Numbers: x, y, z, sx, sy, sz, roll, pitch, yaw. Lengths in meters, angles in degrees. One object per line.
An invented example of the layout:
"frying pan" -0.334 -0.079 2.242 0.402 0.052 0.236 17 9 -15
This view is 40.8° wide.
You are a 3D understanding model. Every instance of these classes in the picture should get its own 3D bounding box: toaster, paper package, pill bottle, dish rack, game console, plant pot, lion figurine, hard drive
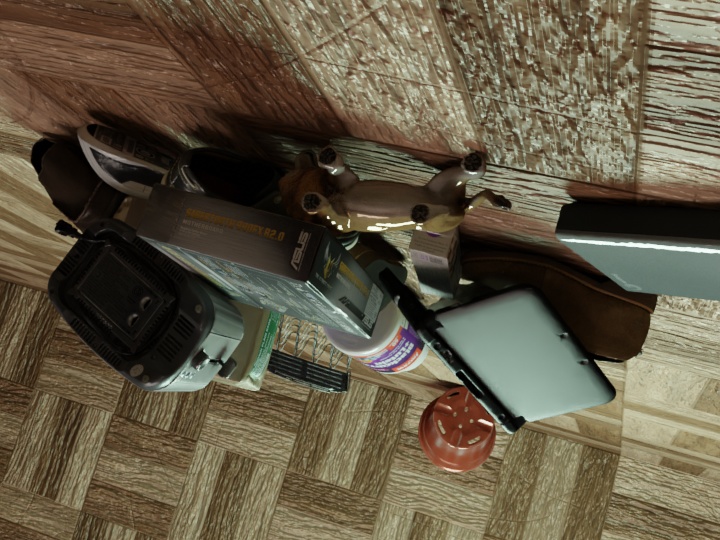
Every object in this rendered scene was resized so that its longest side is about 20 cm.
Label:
"toaster" -0.205 0.035 0.935 0.199 0.114 0.129 37 178 19
"paper package" -0.178 0.013 1.083 0.189 0.202 0.104 14 170 10
"pill bottle" 0.030 0.080 1.336 0.110 0.113 0.200 12 169 23
"dish rack" -0.073 0.092 1.403 0.152 0.055 0.201 18 -149 -9
"game console" 0.137 0.065 0.987 0.200 0.116 0.176 48 -176 -35
"plant pot" 0.244 0.376 2.361 0.199 0.203 0.196 16 161 6
"lion figurine" 0.023 -0.055 0.768 0.198 0.073 0.122 12 172 12
"hard drive" 0.264 -0.009 0.719 0.199 0.033 0.139 7 166 43

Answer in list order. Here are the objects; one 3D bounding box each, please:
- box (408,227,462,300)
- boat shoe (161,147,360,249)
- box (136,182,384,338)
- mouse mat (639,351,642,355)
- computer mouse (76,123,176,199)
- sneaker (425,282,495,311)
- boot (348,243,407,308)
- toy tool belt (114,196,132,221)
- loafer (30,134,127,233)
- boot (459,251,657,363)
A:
"box" 0.079 -0.011 0.987 0.041 0.039 0.200 16 169 11
"boat shoe" -0.082 -0.064 0.903 0.198 0.072 0.068 16 145 -24
"box" -0.078 -0.003 0.842 0.157 0.049 0.200 15 168 20
"mouse mat" 0.246 0.070 1.229 0.160 0.008 0.199 6 164 46
"computer mouse" -0.188 -0.084 0.950 0.198 0.044 0.110 24 -162 -16
"sneaker" 0.150 0.044 1.066 0.199 0.079 0.074 7 139 55
"boot" 0.000 0.000 1.113 0.075 0.074 0.200 39 177 19
"toy tool belt" -0.297 -0.028 1.269 0.198 0.124 0.125 20 169 -16
"loafer" -0.303 -0.091 1.008 0.071 0.073 0.199 33 177 -36
"boot" 0.188 0.034 0.952 0.198 0.076 0.074 18 171 3
